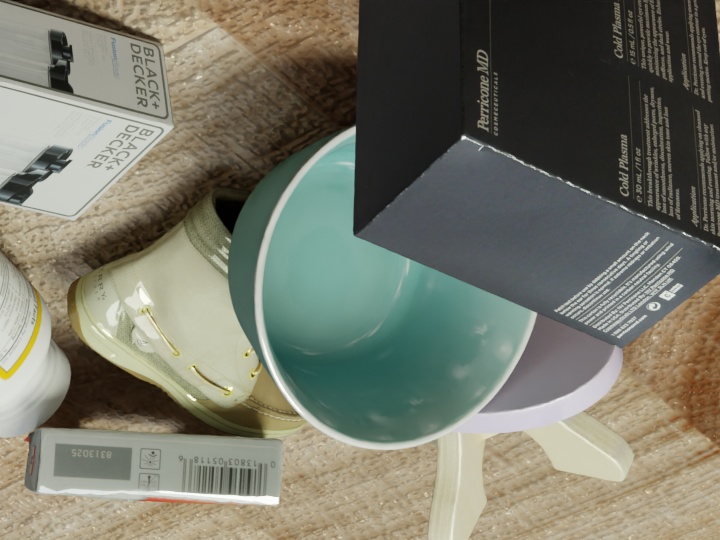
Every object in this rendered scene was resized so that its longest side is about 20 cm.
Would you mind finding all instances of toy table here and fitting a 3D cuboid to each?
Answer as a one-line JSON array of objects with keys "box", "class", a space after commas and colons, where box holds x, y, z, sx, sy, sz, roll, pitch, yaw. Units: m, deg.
[{"box": [0.079, 0.078, 1.651, 0.199, 0.184, 0.117, 20, 148, 35], "class": "toy table"}]

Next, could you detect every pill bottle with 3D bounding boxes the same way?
[{"box": [-0.264, 0.024, 1.640, 0.104, 0.105, 0.200, -15, 140, 20], "class": "pill bottle"}]

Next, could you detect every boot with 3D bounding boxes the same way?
[{"box": [-0.068, 0.029, 1.673, 0.200, 0.072, 0.154, 31, 131, -33], "class": "boot"}]

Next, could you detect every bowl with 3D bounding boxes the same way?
[{"box": [0.000, 0.000, 1.559, 0.200, 0.201, 0.105, 29, 173, -32], "class": "bowl"}]

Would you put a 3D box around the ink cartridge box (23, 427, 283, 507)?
[{"box": [-0.146, 0.135, 1.745, 0.161, 0.050, 0.200, 4, 171, -10], "class": "ink cartridge box"}]

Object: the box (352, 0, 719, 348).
[{"box": [0.098, -0.090, 1.407, 0.182, 0.201, 0.104, 23, 138, -26], "class": "box"}]

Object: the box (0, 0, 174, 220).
[{"box": [-0.220, -0.099, 1.479, 0.199, 0.060, 0.117, 14, 143, -37], "class": "box"}]
